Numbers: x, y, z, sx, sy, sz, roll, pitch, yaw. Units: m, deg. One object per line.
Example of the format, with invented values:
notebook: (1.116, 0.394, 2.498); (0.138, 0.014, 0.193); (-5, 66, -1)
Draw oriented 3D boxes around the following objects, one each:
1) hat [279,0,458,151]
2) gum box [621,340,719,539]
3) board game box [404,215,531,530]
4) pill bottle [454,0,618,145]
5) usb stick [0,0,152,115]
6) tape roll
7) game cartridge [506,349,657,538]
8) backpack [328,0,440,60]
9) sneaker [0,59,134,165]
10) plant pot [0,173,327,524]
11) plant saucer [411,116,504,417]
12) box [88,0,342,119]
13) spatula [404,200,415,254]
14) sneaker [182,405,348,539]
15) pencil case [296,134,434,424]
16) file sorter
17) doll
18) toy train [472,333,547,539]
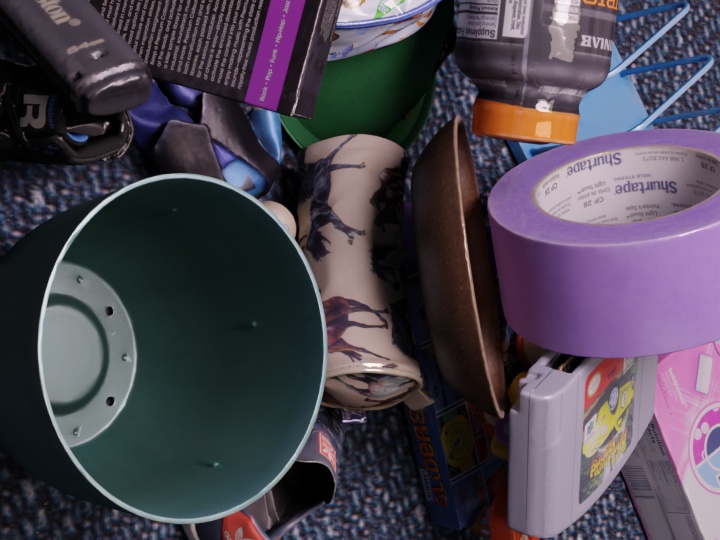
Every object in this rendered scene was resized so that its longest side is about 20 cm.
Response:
hat: (0.049, -0.173, 1.343); (0.165, 0.176, 0.201); (21, 73, -38)
gum box: (0.267, 0.137, 1.567); (0.113, 0.066, 0.201); (-33, 106, -35)
board game box: (0.089, 0.071, 1.435); (0.135, 0.034, 0.201); (-24, 109, -37)
pill bottle: (0.119, -0.184, 1.288); (0.106, 0.106, 0.201); (2, 96, -38)
usb stick: (-0.191, -0.157, 1.161); (0.055, 0.200, 0.033); (-17, 138, -32)
tape roll: (0.191, -0.022, 1.348); (0.200, 0.199, 0.085); (-30, 120, -36)
game cartridge: (0.161, 0.098, 1.379); (0.200, 0.041, 0.134); (-40, 141, -49)
backpack: (-0.015, -0.239, 1.268); (0.199, 0.154, 0.191); (-22, 90, -15)
sneaker: (-0.226, -0.102, 1.157); (0.199, 0.112, 0.074); (2, 93, -39)
plant pot: (-0.146, 0.049, 1.183); (0.200, 0.161, 0.202); (3, 85, -38)
plant saucer: (0.063, 0.000, 1.293); (0.200, 0.036, 0.202); (-8, 90, -83)
box: (-0.104, -0.185, 1.185); (0.036, 0.199, 0.144); (3, 103, -69)
spatula: (-0.026, 0.000, 1.371); (0.199, 0.020, 0.057); (-21, 104, -38)
sneaker: (-0.034, 0.115, 1.316); (0.075, 0.084, 0.200); (48, 60, -25)
pencil case: (0.000, 0.000, 1.318); (0.089, 0.078, 0.201); (26, 49, -40)
file sorter: (0.200, -0.128, 1.498); (0.139, 0.122, 0.201); (-41, 111, -34)
doll: (-0.112, -0.086, 1.292); (0.136, 0.048, 0.200); (-46, 113, -21)
toy train: (0.125, 0.115, 1.416); (0.200, 0.055, 0.151); (-58, 149, -31)
